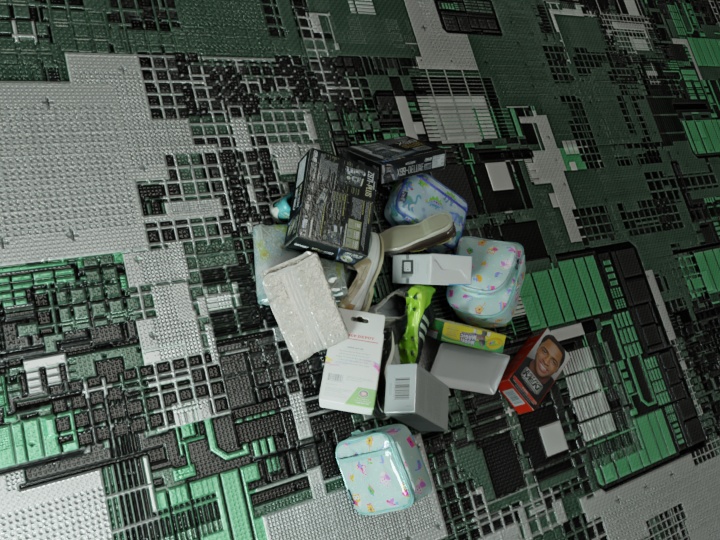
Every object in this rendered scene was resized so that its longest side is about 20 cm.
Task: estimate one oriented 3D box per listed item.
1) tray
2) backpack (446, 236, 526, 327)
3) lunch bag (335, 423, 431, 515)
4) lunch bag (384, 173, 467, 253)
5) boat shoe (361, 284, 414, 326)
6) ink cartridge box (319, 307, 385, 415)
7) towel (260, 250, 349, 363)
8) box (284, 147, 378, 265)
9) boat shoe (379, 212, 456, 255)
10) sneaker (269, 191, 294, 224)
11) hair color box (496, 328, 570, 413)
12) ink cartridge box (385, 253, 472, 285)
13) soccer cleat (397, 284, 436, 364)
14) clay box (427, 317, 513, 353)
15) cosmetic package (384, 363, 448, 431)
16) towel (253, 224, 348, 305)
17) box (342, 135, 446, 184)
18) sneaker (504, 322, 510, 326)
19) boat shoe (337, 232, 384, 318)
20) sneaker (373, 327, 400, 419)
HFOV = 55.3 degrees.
[{"bbox_3d":[0.249,0.227,1.605,0.198,0.022,0.109,13,105,-25],"label":"tray"},{"bbox_3d":[0.291,0.026,1.611,0.173,0.153,0.203,10,77,21],"label":"backpack"},{"bbox_3d":[0.036,0.388,1.350,0.077,0.199,0.162,-17,81,-43],"label":"lunch bag"},{"bbox_3d":[0.163,-0.149,1.680,0.199,0.082,0.162,34,57,-16],"label":"lunch bag"},{"bbox_3d":[0.093,0.078,1.562,0.199,0.069,0.071,-28,85,-38],"label":"boat shoe"},{"bbox_3d":[-0.014,0.190,1.443,0.115,0.068,0.203,9,66,3],"label":"ink cartridge box"},{"bbox_3d":[-0.114,0.072,1.403,0.131,0.034,0.202,-24,92,-10],"label":"towel"},{"bbox_3d":[-0.060,-0.133,1.452,0.162,0.086,0.203,14,71,-21],"label":"box"},{"bbox_3d":[0.124,-0.073,1.592,0.060,0.198,0.073,56,19,-46],"label":"boat shoe"},{"bbox_3d":[-0.105,-0.153,1.531,0.198,0.079,0.078,-23,84,-34],"label":"sneaker"},{"bbox_3d":[0.427,0.247,1.697,0.102,0.061,0.200,49,56,-4],"label":"hair color box"},{"bbox_3d":[0.150,-0.002,1.564,0.114,0.199,0.068,2,89,-28],"label":"ink cartridge box"},{"bbox_3d":[0.130,0.130,1.530,0.080,0.067,0.203,-5,108,-40],"label":"soccer cleat"},{"bbox_3d":[0.245,0.150,1.594,0.198,0.115,0.048,15,89,-24],"label":"clay box"},{"bbox_3d":[0.122,0.271,1.452,0.200,0.070,0.103,41,48,-54],"label":"cosmetic package"},{"bbox_3d":[-0.128,-0.014,1.475,0.197,0.048,0.174,-1,69,-17],"label":"towel"},{"bbox_3d":[0.080,-0.266,1.634,0.198,0.157,0.050,-17,122,-32],"label":"box"},{"bbox_3d":[0.331,0.049,1.719,0.083,0.073,0.203,32,45,-55],"label":"sneaker"},{"bbox_3d":[0.000,0.000,1.537,0.068,0.075,0.203,22,66,-23],"label":"boat shoe"},{"bbox_3d":[0.060,0.226,1.503,0.079,0.073,0.203,20,62,-44],"label":"sneaker"}]
